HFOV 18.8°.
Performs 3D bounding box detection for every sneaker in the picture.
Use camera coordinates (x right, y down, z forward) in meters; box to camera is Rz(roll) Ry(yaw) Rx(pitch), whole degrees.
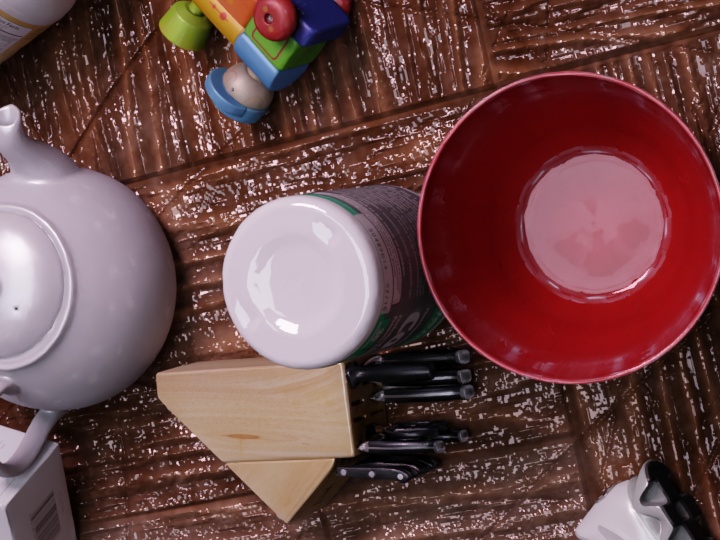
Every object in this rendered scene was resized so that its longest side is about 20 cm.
[{"bbox_3d":[0.217,0.234,1.459,0.089,0.074,0.200,-38,70,23],"label":"sneaker"}]

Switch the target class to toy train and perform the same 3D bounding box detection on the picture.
[{"bbox_3d":[-0.109,-0.209,1.561,0.200,0.085,0.116,47,125,13],"label":"toy train"}]

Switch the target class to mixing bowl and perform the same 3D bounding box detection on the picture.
[{"bbox_3d":[0.145,-0.029,1.434,0.200,0.108,0.200,1,93,14],"label":"mixing bowl"}]

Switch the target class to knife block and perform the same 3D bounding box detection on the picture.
[{"bbox_3d":[-0.024,0.084,1.555,0.200,0.064,0.176,42,110,15],"label":"knife block"}]

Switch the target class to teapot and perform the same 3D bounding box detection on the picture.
[{"bbox_3d":[-0.242,0.016,1.594,0.197,0.146,0.200,-42,75,18],"label":"teapot"}]

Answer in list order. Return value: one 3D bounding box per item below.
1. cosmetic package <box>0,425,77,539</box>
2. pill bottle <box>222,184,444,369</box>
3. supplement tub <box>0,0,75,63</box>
[{"bbox_3d":[-0.326,0.169,1.671,0.200,0.081,0.113,12,130,23],"label":"cosmetic package"},{"bbox_3d":[0.000,0.000,1.460,0.113,0.200,0.113,3,96,25],"label":"pill bottle"},{"bbox_3d":[-0.298,-0.219,1.605,0.200,0.144,0.144,-33,82,24],"label":"supplement tub"}]
